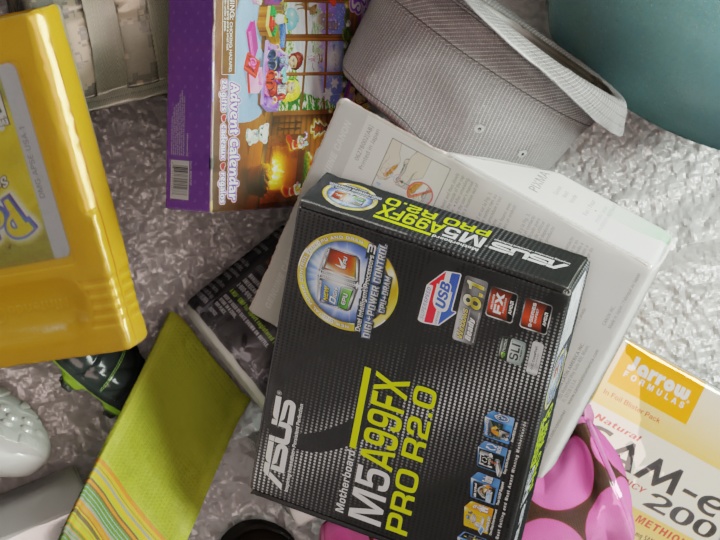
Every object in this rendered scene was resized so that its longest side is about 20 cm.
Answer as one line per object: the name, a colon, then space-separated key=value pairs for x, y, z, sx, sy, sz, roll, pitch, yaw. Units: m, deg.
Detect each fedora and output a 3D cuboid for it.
fedora: x=0.058 y=-0.113 z=1.325 sx=0.200 sy=0.177 sz=0.090 roll=28 pitch=103 yaw=-41

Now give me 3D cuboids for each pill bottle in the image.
pill bottle: x=0.000 y=0.000 z=1.410 sx=0.200 sy=0.106 sz=0.106 roll=-39 pitch=103 yaw=-5

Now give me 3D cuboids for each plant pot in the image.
plant pot: x=0.189 y=-0.178 z=1.406 sx=0.134 sy=0.200 sz=0.201 roll=9 pitch=95 yaw=13

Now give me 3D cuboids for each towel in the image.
towel: x=-0.121 y=0.121 z=1.367 sx=0.018 sy=0.200 sz=0.086 roll=-13 pitch=126 yaw=32

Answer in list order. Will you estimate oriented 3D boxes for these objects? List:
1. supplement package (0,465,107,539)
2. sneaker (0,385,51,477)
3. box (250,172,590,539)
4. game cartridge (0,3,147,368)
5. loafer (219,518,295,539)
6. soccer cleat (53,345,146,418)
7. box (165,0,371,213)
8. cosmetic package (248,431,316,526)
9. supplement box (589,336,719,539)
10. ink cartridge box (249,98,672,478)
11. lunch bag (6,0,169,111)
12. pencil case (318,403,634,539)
supplement package: x=-0.237 y=0.216 z=1.376 sx=0.199 sy=0.120 sz=0.122 roll=-22 pitch=100 yaw=-9
sneaker: x=-0.287 y=0.100 z=1.385 sx=0.199 sy=0.076 sz=0.081 roll=14 pitch=105 yaw=-9
box: x=0.030 y=0.062 z=1.297 sx=0.160 sy=0.044 sz=0.201 roll=19 pitch=120 yaw=12
game cartridge: x=-0.226 y=-0.041 z=1.332 sx=0.176 sy=0.032 sz=0.201 roll=-9 pitch=101 yaw=26
loafer: x=-0.099 y=0.250 z=1.435 sx=0.073 sy=0.071 sz=0.201 roll=26 pitch=90 yaw=-14
soccer cleat: x=-0.176 y=0.007 z=1.390 sx=0.081 sy=0.068 sz=0.200 roll=-39 pitch=100 yaw=9
box: x=-0.049 y=-0.136 z=1.313 sx=0.137 sy=0.039 sz=0.201 roll=-7 pitch=101 yaw=-49
cosmetic package: x=0.035 y=0.091 z=1.442 sx=0.199 sy=0.083 sz=0.051 roll=-24 pitch=103 yaw=-8
supplement box: x=0.162 y=0.152 z=1.480 sx=0.126 sy=0.074 sz=0.201 roll=28 pitch=90 yaw=-14
ink cartridge box: x=0.055 y=0.004 z=1.312 sx=0.199 sy=0.050 sz=0.161 roll=30 pitch=122 yaw=8
lunch bag: x=-0.111 y=-0.189 z=1.361 sx=0.199 sy=0.118 sz=0.165 roll=-14 pitch=104 yaw=-14
pencil case: x=0.067 y=0.156 z=1.395 sx=0.199 sy=0.091 sz=0.094 roll=-22 pitch=77 yaw=7
